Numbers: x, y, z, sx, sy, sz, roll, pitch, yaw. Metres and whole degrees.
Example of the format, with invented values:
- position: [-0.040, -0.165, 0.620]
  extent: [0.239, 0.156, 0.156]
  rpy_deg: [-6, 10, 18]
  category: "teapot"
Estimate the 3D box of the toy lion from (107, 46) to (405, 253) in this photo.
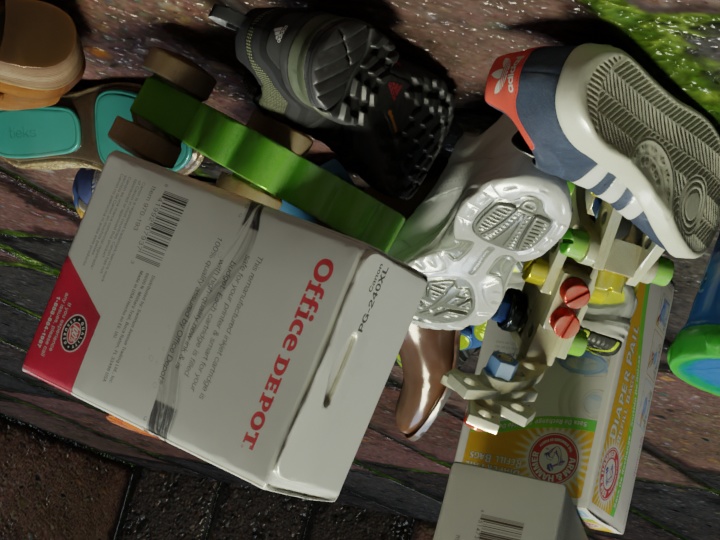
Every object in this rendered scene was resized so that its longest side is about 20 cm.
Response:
- position: [-0.046, -0.059, 1.110]
  extent: [0.191, 0.069, 0.200]
  rpy_deg: [29, -179, 31]
  category: "toy lion"

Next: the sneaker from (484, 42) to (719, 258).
- position: [0.139, -0.070, 1.007]
  extent: [0.084, 0.075, 0.200]
  rpy_deg: [10, 160, 38]
  category: "sneaker"

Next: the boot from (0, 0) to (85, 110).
- position: [-0.274, -0.148, 1.130]
  extent: [0.200, 0.074, 0.155]
  rpy_deg: [20, 171, -9]
  category: "boot"

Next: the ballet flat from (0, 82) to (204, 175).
- position: [-0.174, -0.101, 1.266]
  extent: [0.200, 0.071, 0.065]
  rpy_deg: [9, -167, 34]
  category: "ballet flat"

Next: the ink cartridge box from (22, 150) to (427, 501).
- position: [-0.080, 0.031, 1.045]
  extent: [0.200, 0.146, 0.083]
  rpy_deg: [21, 177, 33]
  category: "ink cartridge box"

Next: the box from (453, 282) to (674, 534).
- position: [0.153, 0.084, 1.334]
  extent: [0.112, 0.201, 0.101]
  rpy_deg: [8, 166, 26]
  category: "box"

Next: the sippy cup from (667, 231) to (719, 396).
- position: [0.261, 0.009, 1.054]
  extent: [0.178, 0.131, 0.140]
  rpy_deg: [2, 163, 44]
  category: "sippy cup"

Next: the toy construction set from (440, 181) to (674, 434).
- position: [0.132, 0.018, 1.152]
  extent: [0.092, 0.200, 0.131]
  rpy_deg: [29, -165, -22]
  category: "toy construction set"

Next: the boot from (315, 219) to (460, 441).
- position: [-0.015, 0.025, 1.367]
  extent: [0.199, 0.187, 0.064]
  rpy_deg: [15, -165, -13]
  category: "boot"

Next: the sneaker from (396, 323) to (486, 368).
- position: [0.084, 0.033, 1.501]
  extent: [0.071, 0.083, 0.200]
  rpy_deg: [38, 154, 4]
  category: "sneaker"

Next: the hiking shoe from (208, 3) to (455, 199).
- position: [-0.013, -0.107, 1.045]
  extent: [0.101, 0.076, 0.200]
  rpy_deg: [28, 172, 26]
  category: "hiking shoe"

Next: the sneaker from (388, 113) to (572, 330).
- position: [0.071, -0.035, 1.110]
  extent: [0.078, 0.100, 0.200]
  rpy_deg: [26, 143, -19]
  category: "sneaker"

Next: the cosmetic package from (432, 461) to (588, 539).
- position: [0.107, 0.217, 1.265]
  extent: [0.085, 0.108, 0.200]
  rpy_deg: [10, 160, 15]
  category: "cosmetic package"

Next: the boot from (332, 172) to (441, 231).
- position: [0.000, 0.000, 1.212]
  extent: [0.075, 0.200, 0.074]
  rpy_deg: [17, 137, 40]
  category: "boot"

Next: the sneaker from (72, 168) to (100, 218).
- position: [-0.164, -0.066, 1.354]
  extent: [0.075, 0.088, 0.200]
  rpy_deg: [-4, -158, -25]
  category: "sneaker"

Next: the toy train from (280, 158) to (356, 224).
- position: [-0.027, 0.025, 1.301]
  extent: [0.200, 0.116, 0.085]
  rpy_deg: [64, 176, -20]
  category: "toy train"

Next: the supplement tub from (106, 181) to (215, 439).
- position: [-0.134, 0.037, 1.456]
  extent: [0.122, 0.201, 0.123]
  rpy_deg: [13, 167, 3]
  category: "supplement tub"

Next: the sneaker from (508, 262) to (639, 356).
- position: [0.110, -0.010, 1.286]
  extent: [0.200, 0.077, 0.075]
  rpy_deg: [26, 173, 16]
  category: "sneaker"
